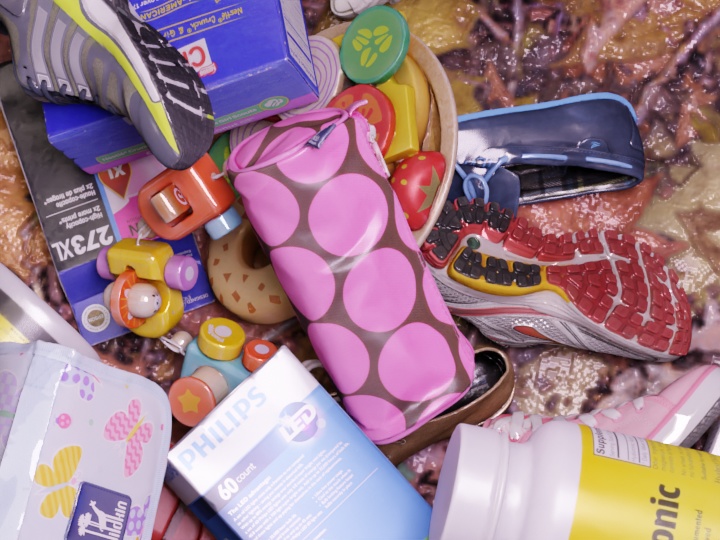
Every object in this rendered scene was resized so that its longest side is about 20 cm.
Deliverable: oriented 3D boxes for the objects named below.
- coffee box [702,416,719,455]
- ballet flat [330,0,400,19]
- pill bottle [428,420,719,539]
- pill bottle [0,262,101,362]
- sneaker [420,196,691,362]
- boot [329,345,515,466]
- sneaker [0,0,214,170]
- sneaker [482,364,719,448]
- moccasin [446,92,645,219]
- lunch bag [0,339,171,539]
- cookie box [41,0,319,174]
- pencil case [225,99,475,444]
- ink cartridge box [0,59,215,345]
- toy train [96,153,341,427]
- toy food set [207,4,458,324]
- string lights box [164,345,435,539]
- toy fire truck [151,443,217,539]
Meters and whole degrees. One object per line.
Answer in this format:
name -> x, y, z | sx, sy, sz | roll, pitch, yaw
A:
coffee box -> 0.238, 0.205, 1.387 | 0.114, 0.080, 0.201 | 24, 77, 6
ballet flat -> -0.028, -0.201, 1.496 | 0.199, 0.069, 0.070 | 8, 77, 8
pill bottle -> 0.145, 0.150, 1.292 | 0.199, 0.111, 0.112 | 13, 77, -3
pill bottle -> -0.268, 0.096, 1.397 | 0.114, 0.114, 0.200 | 41, 80, 9
sneaker -> 0.124, 0.013, 1.443 | 0.199, 0.082, 0.078 | 20, 56, -10
boot -> 0.008, 0.100, 1.417 | 0.200, 0.075, 0.074 | -28, 80, -5
sneaker -> -0.162, -0.124, 1.353 | 0.081, 0.074, 0.200 | -48, 59, 13
sneaker -> 0.137, 0.109, 1.394 | 0.200, 0.075, 0.105 | -46, 75, 14
moccasin -> 0.092, -0.065, 1.450 | 0.199, 0.081, 0.068 | -16, 65, -3
lunch bag -> -0.177, 0.139, 1.239 | 0.127, 0.200, 0.170 | 13, 76, 2
cookie box -> -0.129, -0.185, 1.430 | 0.171, 0.075, 0.201 | -16, 69, 14
pencil case -> 0.000, 0.000, 1.333 | 0.093, 0.091, 0.201 | -29, 108, -12
ink cartridge box -> -0.173, -0.058, 1.476 | 0.094, 0.037, 0.201 | -19, 79, -4
toy train -> -0.101, 0.021, 1.389 | 0.056, 0.150, 0.200 | -40, 102, -47
toy food set -> -0.022, -0.072, 1.426 | 0.200, 0.049, 0.199 | -22, 63, 34
string lights box -> -0.020, 0.155, 1.333 | 0.103, 0.059, 0.200 | -42, 89, -18
toy fire truck -> -0.113, 0.209, 1.376 | 0.199, 0.129, 0.177 | 26, 77, -6
